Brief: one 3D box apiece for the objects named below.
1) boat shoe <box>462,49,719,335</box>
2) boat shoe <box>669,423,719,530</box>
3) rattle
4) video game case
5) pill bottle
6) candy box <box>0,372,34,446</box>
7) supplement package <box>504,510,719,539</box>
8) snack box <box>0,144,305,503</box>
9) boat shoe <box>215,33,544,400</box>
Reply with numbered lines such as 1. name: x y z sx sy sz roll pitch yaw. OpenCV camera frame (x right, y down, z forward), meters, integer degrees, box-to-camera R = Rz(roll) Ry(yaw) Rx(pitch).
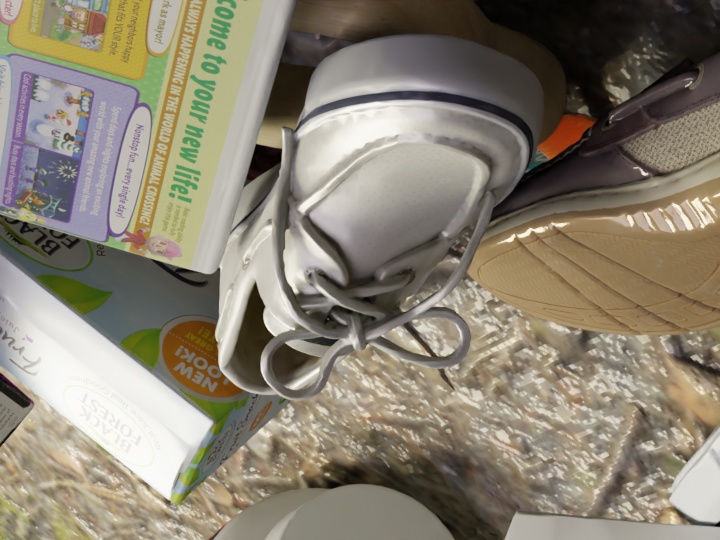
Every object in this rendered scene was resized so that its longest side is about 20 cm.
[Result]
1. boat shoe: 0.107 -0.031 0.767 0.072 0.065 0.200 28 152 -24
2. boat shoe: 0.158 0.044 0.804 0.062 0.072 0.200 43 149 6
3. rattle: 0.014 -0.098 0.842 0.200 0.143 0.130 12 145 -21
4. video game case: -0.113 -0.079 0.751 0.182 0.022 0.200 16 148 -3
5. pill bottle: -0.028 0.163 1.152 0.120 0.120 0.200 44 151 -1
6. candy box: -0.220 -0.001 0.905 0.136 0.061 0.200 35 173 35
7. supplement package: 0.140 0.196 0.888 0.200 0.152 0.151 35 158 -31
8. snack box: -0.099 -0.023 0.961 0.200 0.142 0.053 37 133 10
9. boat shoe: -0.005 -0.001 0.794 0.074 0.086 0.202 16 158 -17
